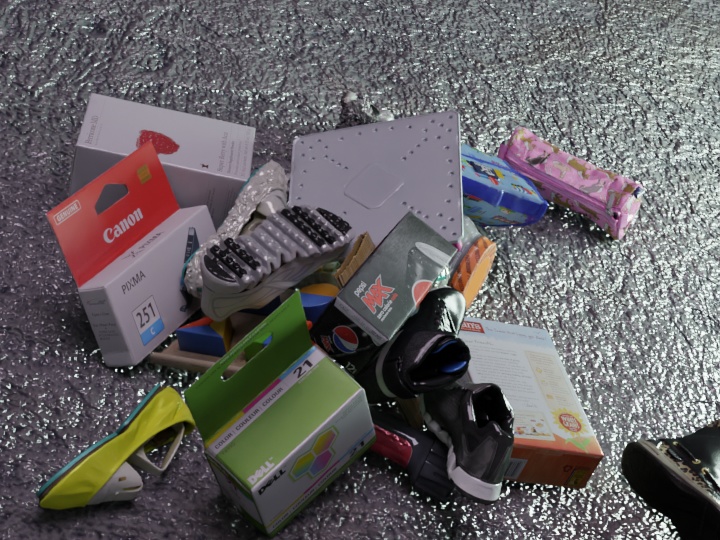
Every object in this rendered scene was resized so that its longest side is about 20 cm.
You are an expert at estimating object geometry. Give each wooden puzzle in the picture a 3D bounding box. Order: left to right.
[{"bbox_3d":[-0.099,0.055,1.558,0.184,0.047,0.200,6,26,31],"label":"wooden puzzle"}]

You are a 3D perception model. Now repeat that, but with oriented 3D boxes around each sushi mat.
[{"bbox_3d":[0.031,0.067,1.563,0.012,0.201,0.096,-15,22,28],"label":"sushi mat"}]

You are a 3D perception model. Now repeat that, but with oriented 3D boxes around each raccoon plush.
[{"bbox_3d":[-0.037,-0.170,1.905,0.198,0.098,0.134,-9,35,-31],"label":"raccoon plush"}]

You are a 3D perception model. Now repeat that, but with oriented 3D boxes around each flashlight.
[{"bbox_3d":[0.008,0.172,1.496,0.199,0.068,0.068,28,25,6],"label":"flashlight"}]

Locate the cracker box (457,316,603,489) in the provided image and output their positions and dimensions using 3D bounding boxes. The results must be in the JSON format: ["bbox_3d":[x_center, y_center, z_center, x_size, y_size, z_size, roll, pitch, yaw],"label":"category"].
[{"bbox_3d":[0.165,0.140,1.593,0.133,0.058,0.201,10,37,-23],"label":"cracker box"}]

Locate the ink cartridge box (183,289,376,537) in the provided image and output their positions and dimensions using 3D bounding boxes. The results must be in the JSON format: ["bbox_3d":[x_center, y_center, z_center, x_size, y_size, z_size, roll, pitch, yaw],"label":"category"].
[{"bbox_3d":[-0.071,0.135,1.355,0.148,0.201,0.076,-41,61,-18],"label":"ink cartridge box"}]

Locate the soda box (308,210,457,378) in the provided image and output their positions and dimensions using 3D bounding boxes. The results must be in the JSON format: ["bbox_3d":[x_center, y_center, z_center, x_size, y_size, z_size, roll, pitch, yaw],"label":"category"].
[{"bbox_3d":[0.025,0.020,1.472,0.071,0.063,0.200,39,37,0],"label":"soda box"}]

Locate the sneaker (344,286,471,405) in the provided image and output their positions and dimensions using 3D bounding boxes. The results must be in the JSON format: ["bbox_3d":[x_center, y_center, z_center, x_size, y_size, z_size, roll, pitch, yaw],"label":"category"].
[{"bbox_3d":[0.081,0.076,1.503,0.111,0.074,0.200,-10,22,42],"label":"sneaker"}]

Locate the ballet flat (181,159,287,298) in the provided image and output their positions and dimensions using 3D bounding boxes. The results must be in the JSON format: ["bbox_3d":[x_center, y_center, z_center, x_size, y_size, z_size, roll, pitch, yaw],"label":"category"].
[{"bbox_3d":[-0.119,-0.038,1.615,0.071,0.072,0.201,26,56,12],"label":"ballet flat"}]

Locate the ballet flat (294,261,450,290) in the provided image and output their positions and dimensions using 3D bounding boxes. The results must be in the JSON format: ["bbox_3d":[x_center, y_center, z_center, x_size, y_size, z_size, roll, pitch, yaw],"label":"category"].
[{"bbox_3d":[0.000,0.000,1.643,0.198,0.072,0.072,-1,31,20],"label":"ballet flat"}]

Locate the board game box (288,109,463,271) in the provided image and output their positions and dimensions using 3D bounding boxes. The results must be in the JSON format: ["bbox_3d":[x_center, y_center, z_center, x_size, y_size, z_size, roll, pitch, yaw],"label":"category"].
[{"bbox_3d":[0.018,-0.087,1.652,0.198,0.026,0.201,-9,48,11],"label":"board game box"}]

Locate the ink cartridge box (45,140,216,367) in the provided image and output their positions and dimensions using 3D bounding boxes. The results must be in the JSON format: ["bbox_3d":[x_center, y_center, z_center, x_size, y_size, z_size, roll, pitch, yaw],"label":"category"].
[{"bbox_3d":[-0.229,-0.023,1.564,0.044,0.178,0.200,-6,24,31],"label":"ink cartridge box"}]

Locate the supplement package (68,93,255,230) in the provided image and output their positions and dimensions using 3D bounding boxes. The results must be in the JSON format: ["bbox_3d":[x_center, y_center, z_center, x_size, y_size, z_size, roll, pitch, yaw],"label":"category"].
[{"bbox_3d":[-0.232,-0.108,1.710,0.198,0.121,0.122,11,36,-8],"label":"supplement package"}]

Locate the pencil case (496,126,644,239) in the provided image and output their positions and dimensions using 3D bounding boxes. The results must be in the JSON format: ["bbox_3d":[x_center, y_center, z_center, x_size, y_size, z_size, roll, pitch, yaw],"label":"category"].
[{"bbox_3d":[0.277,-0.118,1.971,0.199,0.087,0.083,29,69,16],"label":"pencil case"}]

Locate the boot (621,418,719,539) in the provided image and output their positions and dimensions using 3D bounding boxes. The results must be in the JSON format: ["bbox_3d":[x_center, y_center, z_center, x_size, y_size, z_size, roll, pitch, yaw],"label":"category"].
[{"bbox_3d":[0.390,0.237,1.561,0.150,0.074,0.200,-14,41,-35],"label":"boot"}]

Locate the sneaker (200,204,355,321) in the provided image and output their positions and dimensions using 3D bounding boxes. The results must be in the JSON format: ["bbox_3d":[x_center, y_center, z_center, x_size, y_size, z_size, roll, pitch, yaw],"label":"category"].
[{"bbox_3d":[-0.091,-0.009,1.545,0.199,0.082,0.075,-23,55,-37],"label":"sneaker"}]

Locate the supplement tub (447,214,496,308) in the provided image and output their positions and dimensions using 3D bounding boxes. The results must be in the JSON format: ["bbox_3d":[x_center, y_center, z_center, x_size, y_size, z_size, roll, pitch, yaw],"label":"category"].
[{"bbox_3d":[0.051,-0.034,1.730,0.199,0.123,0.123,28,37,14],"label":"supplement tub"}]

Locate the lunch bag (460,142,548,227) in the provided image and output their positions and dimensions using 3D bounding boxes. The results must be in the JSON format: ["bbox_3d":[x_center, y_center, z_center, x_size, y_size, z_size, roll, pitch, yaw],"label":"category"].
[{"bbox_3d":[0.129,-0.101,1.788,0.149,0.095,0.200,19,7,-18],"label":"lunch bag"}]

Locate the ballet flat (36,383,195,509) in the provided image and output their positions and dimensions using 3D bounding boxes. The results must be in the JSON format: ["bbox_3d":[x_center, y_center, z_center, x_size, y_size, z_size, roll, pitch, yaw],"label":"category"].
[{"bbox_3d":[-0.221,0.178,1.395,0.067,0.067,0.200,45,38,2],"label":"ballet flat"}]

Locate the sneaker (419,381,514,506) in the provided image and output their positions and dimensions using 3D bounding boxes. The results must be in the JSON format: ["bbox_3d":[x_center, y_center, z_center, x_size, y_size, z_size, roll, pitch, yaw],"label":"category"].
[{"bbox_3d":[0.112,0.142,1.457,0.066,0.091,0.200,19,20,-18],"label":"sneaker"}]
